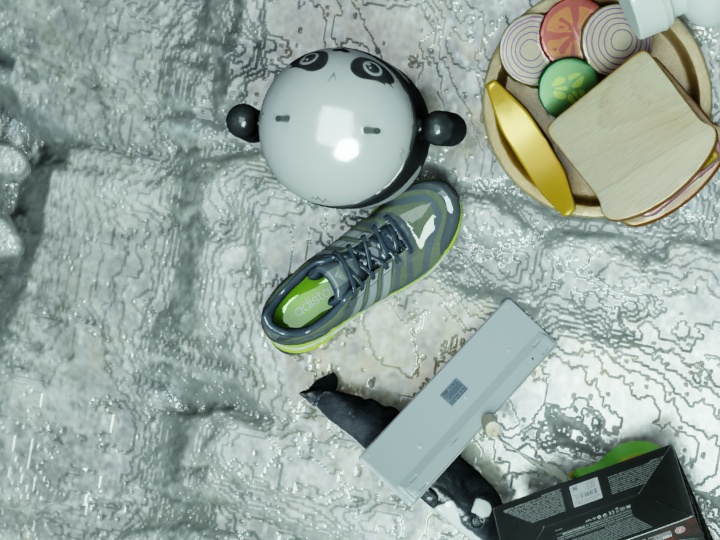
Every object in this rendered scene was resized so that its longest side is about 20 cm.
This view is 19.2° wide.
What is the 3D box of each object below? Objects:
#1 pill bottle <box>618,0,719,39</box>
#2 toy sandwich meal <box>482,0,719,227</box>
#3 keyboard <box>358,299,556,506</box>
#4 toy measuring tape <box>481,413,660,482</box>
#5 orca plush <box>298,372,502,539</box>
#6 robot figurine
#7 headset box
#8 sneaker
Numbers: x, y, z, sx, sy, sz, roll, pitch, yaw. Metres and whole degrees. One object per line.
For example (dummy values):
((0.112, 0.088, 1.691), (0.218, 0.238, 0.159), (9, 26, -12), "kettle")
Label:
((0.291, -0.255, 1.643), (0.199, 0.113, 0.113), (-22, 88, 3), "pill bottle")
((0.190, -0.128, 1.691), (0.203, 0.070, 0.207), (0, 92, 9), "toy sandwich meal")
((0.079, 0.102, 1.687), (0.056, 0.011, 0.200), (39, 59, 10), "keyboard")
((0.191, 0.151, 1.684), (0.199, 0.074, 0.074), (34, 96, -14), "toy measuring tape")
((0.049, 0.137, 1.716), (0.200, 0.105, 0.071), (38, 86, 27), "orca plush")
((-0.010, -0.111, 1.657), (0.150, 0.200, 0.125), (-37, 85, 8), "robot figurine")
((0.206, 0.242, 1.652), (0.148, 0.078, 0.201), (-20, 133, 9), "headset box")
((0.000, 0.000, 1.719), (0.200, 0.081, 0.074), (-41, 86, 8), "sneaker")
